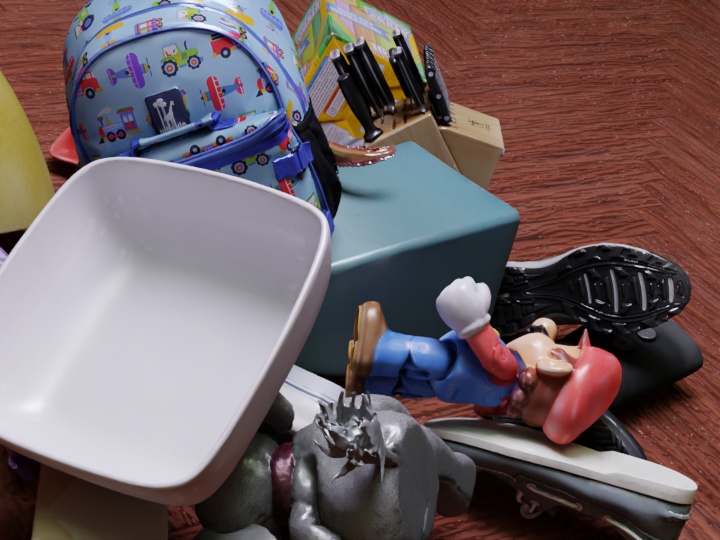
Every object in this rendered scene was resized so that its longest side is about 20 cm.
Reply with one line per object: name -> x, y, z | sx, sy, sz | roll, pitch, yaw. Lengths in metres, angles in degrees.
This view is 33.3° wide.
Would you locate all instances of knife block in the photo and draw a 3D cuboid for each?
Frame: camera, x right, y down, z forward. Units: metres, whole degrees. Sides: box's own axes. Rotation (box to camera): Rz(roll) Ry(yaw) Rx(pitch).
knife block -> 0.035, -0.111, 1.110 | 0.173, 0.202, 0.064 | 17, 30, -8

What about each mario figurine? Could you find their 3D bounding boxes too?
mario figurine -> 0.091, 0.059, 0.869 | 0.197, 0.108, 0.123 | 9, 3, -4

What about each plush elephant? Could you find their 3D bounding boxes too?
plush elephant -> -0.034, 0.145, 0.744 | 0.153, 0.201, 0.166 | -6, 49, 24

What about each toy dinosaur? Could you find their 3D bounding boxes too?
toy dinosaur -> -0.089, -0.098, 1.014 | 0.199, 0.182, 0.106 | 35, 77, -1

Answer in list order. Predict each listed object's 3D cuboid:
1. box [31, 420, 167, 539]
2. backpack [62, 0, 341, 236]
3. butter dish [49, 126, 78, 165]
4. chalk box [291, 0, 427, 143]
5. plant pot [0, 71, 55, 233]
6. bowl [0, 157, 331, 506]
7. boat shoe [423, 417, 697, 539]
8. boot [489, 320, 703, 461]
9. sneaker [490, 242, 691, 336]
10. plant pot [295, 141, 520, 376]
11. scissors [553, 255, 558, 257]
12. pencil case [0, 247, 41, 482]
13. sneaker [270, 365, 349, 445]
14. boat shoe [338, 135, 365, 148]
box -> -0.156, 0.161, 0.725 | 0.077, 0.096, 0.201 | 3, 31, -11
backpack -> -0.116, -0.097, 0.834 | 0.180, 0.202, 0.135 | -14, 28, 5
butter dish -> -0.184, -0.177, 1.209 | 0.197, 0.149, 0.200 | 16, 32, 6
chalk box -> -0.017, -0.228, 1.347 | 0.123, 0.125, 0.201 | 23, 27, -20
plant pot -> -0.352, -0.108, 0.978 | 0.197, 0.144, 0.200 | -2, 10, 0
bowl -> -0.123, 0.038, 0.712 | 0.198, 0.075, 0.201 | 15, 62, 24
boat shoe -> 0.135, 0.154, 0.862 | 0.197, 0.063, 0.073 | 13, 9, 13
boot -> 0.217, 0.103, 0.987 | 0.199, 0.066, 0.164 | -13, 41, -43
sneaker -> 0.186, 0.014, 1.024 | 0.198, 0.075, 0.079 | -4, 5, 37
plant pot -> 0.000, 0.000, 0.987 | 0.198, 0.143, 0.141 | -15, 40, -40
scissors -> 0.149, 0.026, 1.132 | 0.198, 0.014, 0.073 | -16, 39, -40
pencil case -> -0.258, 0.056, 0.874 | 0.085, 0.084, 0.200 | -41, 48, -11
sneaker -> -0.094, 0.090, 0.853 | 0.198, 0.073, 0.071 | 22, 47, -6
boat shoe -> -0.006, -0.084, 1.156 | 0.066, 0.073, 0.200 | 51, 10, -11
